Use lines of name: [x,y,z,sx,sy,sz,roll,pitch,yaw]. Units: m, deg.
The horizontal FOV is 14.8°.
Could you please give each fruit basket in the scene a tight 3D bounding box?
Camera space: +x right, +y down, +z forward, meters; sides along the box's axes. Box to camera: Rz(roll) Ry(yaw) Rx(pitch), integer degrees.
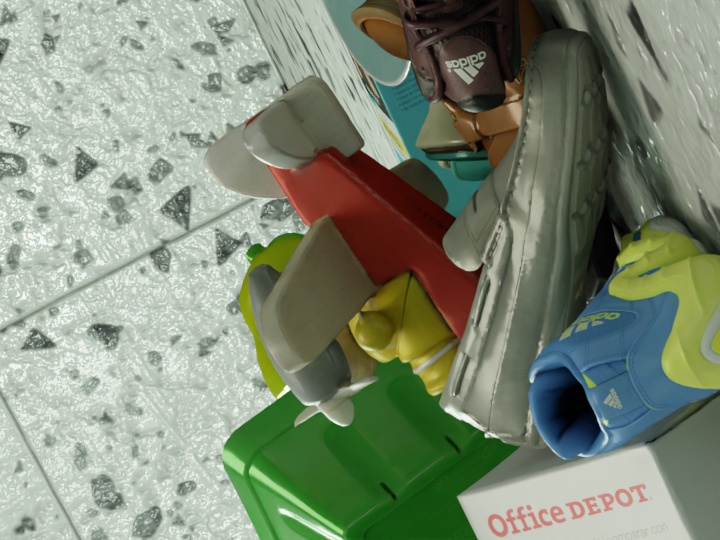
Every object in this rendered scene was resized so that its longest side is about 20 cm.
fruit basket: [0.009,0.073,1.561,0.216,0.215,0.156,59,174,49]

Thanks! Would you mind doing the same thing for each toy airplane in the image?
toy airplane: [0.000,0.000,1.383,0.199,0.141,0.200,12,-146,-37]

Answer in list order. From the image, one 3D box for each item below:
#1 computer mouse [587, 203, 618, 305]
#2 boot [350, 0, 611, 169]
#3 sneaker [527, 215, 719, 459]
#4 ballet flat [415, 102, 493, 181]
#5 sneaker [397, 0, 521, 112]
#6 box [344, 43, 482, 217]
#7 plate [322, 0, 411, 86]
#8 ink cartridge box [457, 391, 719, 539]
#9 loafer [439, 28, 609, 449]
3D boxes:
computer mouse: [0.136,0.023,1.406,0.201,0.034,0.059,63,157,8]
boot: [0.064,-0.089,1.365,0.155,0.073,0.200,56,-179,8]
sneaker: [0.112,0.030,1.205,0.076,0.105,0.200,63,177,-2]
ballet flat: [0.062,-0.087,1.512,0.070,0.069,0.200,63,179,1]
sneaker: [0.043,-0.125,1.165,0.200,0.075,0.116,-25,-76,-83]
box: [0.040,-0.104,1.815,0.201,0.049,0.082,64,177,-22]
plate: [0.000,-0.204,1.563,0.200,0.025,0.202,162,90,-74]
ink cartridge box: [0.152,0.160,1.285,0.145,0.083,0.201,-22,97,51]
loafer: [0.071,-0.014,1.250,0.070,0.069,0.201,-45,-36,-62]
